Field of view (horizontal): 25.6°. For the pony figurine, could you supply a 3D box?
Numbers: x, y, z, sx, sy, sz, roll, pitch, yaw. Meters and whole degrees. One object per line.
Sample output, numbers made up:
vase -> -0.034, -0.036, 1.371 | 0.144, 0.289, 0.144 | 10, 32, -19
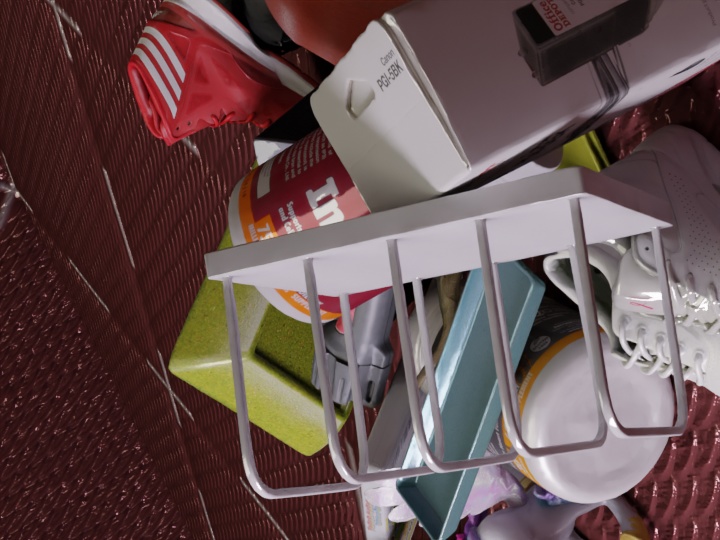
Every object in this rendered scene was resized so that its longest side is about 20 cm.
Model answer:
pony figurine -> 0.108, 0.195, 1.174 | 0.200, 0.193, 0.167 | 46, 145, 32

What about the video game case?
video game case -> 0.044, 0.122, 1.261 | 0.023, 0.200, 0.182 | 13, 144, 14

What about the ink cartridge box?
ink cartridge box -> 0.092, -0.106, 0.784 | 0.083, 0.200, 0.147 | 62, 162, 2

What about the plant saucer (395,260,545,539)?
plant saucer -> 0.071, 0.078, 1.035 | 0.070, 0.019, 0.200 | 50, 128, 53

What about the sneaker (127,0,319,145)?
sneaker -> -0.108, -0.131, 1.299 | 0.200, 0.116, 0.078 | 38, 168, -22

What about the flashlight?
flashlight -> 0.000, 0.000, 1.143 | 0.068, 0.068, 0.200 | -96, 16, -56

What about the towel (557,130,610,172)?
towel -> 0.112, -0.074, 1.065 | 0.086, 0.018, 0.200 | 63, 162, -8

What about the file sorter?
file sorter -> 0.050, 0.037, 0.790 | 0.139, 0.200, 0.125 | 9, -109, -62

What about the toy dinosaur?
toy dinosaur -> 0.064, -0.018, 1.092 | 0.088, 0.047, 0.200 | 117, 164, -52

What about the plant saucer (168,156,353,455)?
plant saucer -> -0.041, 0.030, 1.275 | 0.048, 0.200, 0.200 | 10, 161, 39

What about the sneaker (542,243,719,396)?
sneaker -> 0.184, 0.038, 0.932 | 0.200, 0.071, 0.073 | 44, 153, 45

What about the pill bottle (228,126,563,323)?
pill bottle -> 0.022, -0.055, 0.997 | 0.200, 0.113, 0.113 | -31, 85, 31

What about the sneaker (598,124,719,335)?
sneaker -> 0.186, 0.009, 0.841 | 0.200, 0.099, 0.078 | 47, 156, 40

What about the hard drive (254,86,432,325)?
hard drive -> -0.004, -0.044, 1.220 | 0.042, 0.135, 0.200 | 11, 131, 39

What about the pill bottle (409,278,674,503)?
pill bottle -> 0.115, 0.074, 1.096 | 0.200, 0.116, 0.117 | 27, 140, 60

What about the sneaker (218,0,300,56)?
sneaker -> -0.066, -0.219, 1.285 | 0.091, 0.076, 0.200 | 59, 170, -16

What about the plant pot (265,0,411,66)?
plant pot -> 0.018, -0.211, 0.889 | 0.201, 0.201, 0.195 | 61, 170, 8
